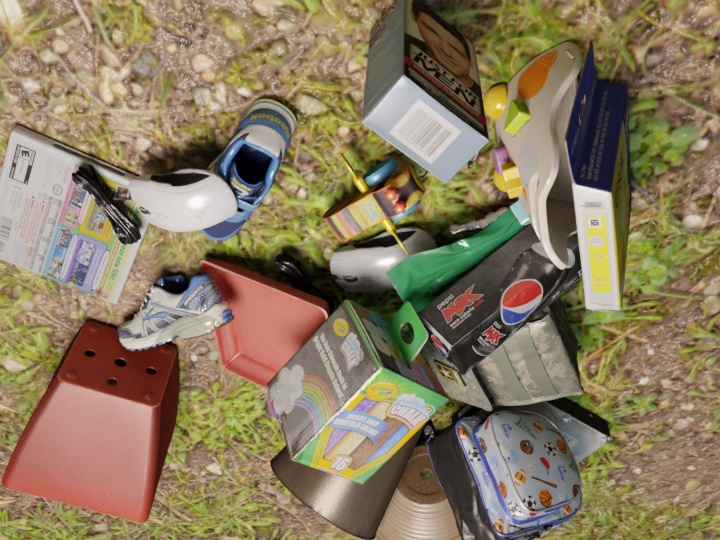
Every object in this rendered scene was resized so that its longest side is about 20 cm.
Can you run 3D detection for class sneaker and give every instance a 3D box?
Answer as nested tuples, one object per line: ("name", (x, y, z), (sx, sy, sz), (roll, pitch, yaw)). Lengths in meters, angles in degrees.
("sneaker", (-0.253, 0.048, 1.037), (0.199, 0.077, 0.086), (-15, 96, 32))
("sneaker", (-0.142, -0.101, 0.898), (0.073, 0.083, 0.201), (22, 128, -16))

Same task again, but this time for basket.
("basket", (0.000, 0.233, 1.083), (0.180, 0.136, 0.201), (33, 93, 9))

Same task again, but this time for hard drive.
("hard drive", (0.255, 0.236, 1.171), (0.199, 0.038, 0.140), (30, 125, -20))

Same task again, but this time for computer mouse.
("computer mouse", (-0.231, -0.075, 0.887), (0.198, 0.044, 0.110), (-1, 130, 29))
("computer mouse", (0.000, 0.000, 0.983), (0.198, 0.044, 0.110), (-17, 126, 16))

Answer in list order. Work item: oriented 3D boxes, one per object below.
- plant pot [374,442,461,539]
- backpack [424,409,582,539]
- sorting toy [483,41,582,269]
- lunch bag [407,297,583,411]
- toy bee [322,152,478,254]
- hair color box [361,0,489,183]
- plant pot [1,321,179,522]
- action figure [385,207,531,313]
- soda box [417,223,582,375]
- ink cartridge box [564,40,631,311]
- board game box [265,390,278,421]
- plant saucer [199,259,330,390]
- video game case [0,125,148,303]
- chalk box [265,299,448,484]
("plant pot", (0.096, 0.322, 1.141), (0.199, 0.202, 0.093), (-2, 132, 5))
("backpack", (0.207, 0.276, 1.062), (0.189, 0.202, 0.154), (5, 149, -42))
("sorting toy", (0.192, -0.100, 0.813), (0.106, 0.181, 0.201), (-8, 127, 11))
("lunch bag", (0.169, 0.095, 1.015), (0.198, 0.118, 0.165), (-14, 130, 22))
("toy bee", (0.027, -0.089, 0.876), (0.130, 0.109, 0.200), (36, 120, -1))
("hair color box", (0.061, -0.181, 0.743), (0.099, 0.201, 0.061), (33, 124, -21))
("plant pot", (-0.350, 0.193, 1.085), (0.198, 0.200, 0.177), (19, 118, -11))
("action figure", (0.131, -0.022, 0.933), (0.199, 0.055, 0.118), (-32, 138, 0))
("soda box", (0.167, 0.025, 0.903), (0.199, 0.071, 0.064), (-38, 138, -10))
("ink cartridge box", (0.250, -0.099, 0.799), (0.047, 0.198, 0.201), (3, 132, 23))
("board game box", (-0.045, 0.209, 1.164), (0.198, 0.039, 0.159), (7, 129, -1))
("plant saucer", (-0.111, 0.084, 1.027), (0.198, 0.037, 0.201), (20, 134, 26))
("video game case", (-0.364, -0.063, 0.981), (0.181, 0.022, 0.201), (23, 125, -14))
("chalk box", (0.008, 0.128, 0.913), (0.200, 0.125, 0.123), (-46, 131, 15))
